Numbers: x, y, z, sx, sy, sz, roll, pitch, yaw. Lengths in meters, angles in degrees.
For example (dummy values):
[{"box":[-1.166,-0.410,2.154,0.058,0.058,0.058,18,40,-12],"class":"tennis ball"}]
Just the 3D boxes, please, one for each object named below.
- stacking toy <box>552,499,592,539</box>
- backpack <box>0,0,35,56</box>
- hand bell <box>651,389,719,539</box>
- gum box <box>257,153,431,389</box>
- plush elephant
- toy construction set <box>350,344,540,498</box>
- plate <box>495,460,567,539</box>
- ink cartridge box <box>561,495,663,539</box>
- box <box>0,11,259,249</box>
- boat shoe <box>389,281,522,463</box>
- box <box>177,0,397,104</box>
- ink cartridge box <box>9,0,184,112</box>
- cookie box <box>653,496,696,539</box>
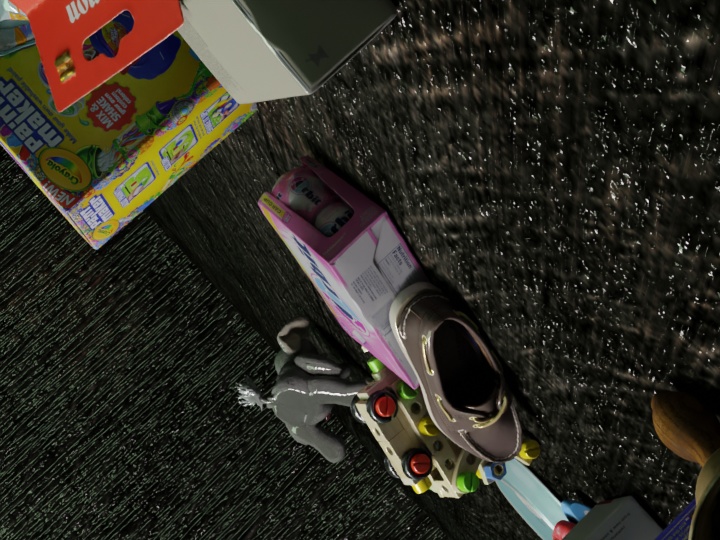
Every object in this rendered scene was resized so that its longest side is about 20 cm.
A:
[{"box":[0.175,0.323,1.343,0.116,0.200,0.110,41,170,42],"class":"stacking toy"},{"box":[-0.269,-0.258,1.035,0.176,0.153,0.201,-37,-68,-57],"class":"backpack"},{"box":[0.188,0.101,0.746,0.104,0.104,0.200,50,-177,-13],"class":"hand bell"},{"box":[0.000,0.000,1.228,0.113,0.066,0.200,38,167,43],"class":"gum box"},{"box":[-0.078,0.166,2.160,0.199,0.155,0.165,17,125,0],"class":"plush elephant"},{"box":[0.065,0.128,1.333,0.200,0.131,0.092,53,155,4],"class":"toy construction set"},{"box":[0.201,0.269,1.568,0.200,0.026,0.200,47,173,8],"class":"plate"},{"box":[0.254,0.291,1.199,0.200,0.083,0.145,47,171,7],"class":"ink cartridge box"},{"box":[-0.224,-0.163,1.204,0.200,0.193,0.122,46,172,10],"class":"box"},{"box":[0.090,0.098,1.213,0.060,0.072,0.201,41,163,56],"class":"boat shoe"},{"box":[-0.052,-0.148,0.825,0.082,0.068,0.200,50,171,-15],"class":"box"},{"box":[-0.196,-0.212,0.875,0.160,0.047,0.201,-21,87,47],"class":"ink cartridge box"},{"box":[0.226,0.231,0.774,0.200,0.171,0.075,41,172,40],"class":"cookie box"}]
